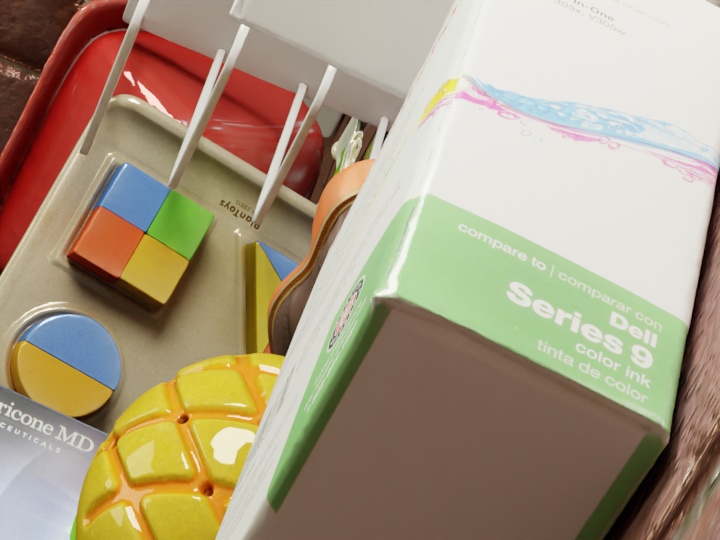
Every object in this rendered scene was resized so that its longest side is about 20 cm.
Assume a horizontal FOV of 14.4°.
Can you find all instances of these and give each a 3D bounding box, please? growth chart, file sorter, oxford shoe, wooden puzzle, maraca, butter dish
[{"bbox_3d":[-0.034,-0.010,1.647,0.145,0.018,0.200,122,172,-68],"label":"growth chart"},{"bbox_3d":[-0.020,-0.096,1.400,0.139,0.199,0.125,119,170,-49],"label":"file sorter"},{"bbox_3d":[-0.005,0.033,1.350,0.200,0.071,0.073,102,167,-54],"label":"oxford shoe"},{"bbox_3d":[-0.094,0.038,1.442,0.200,0.185,0.046,-60,11,-7],"label":"wooden puzzle"},{"bbox_3d":[-0.075,0.115,1.280,0.137,0.107,0.200,18,55,44],"label":"maraca"},{"bbox_3d":[-0.095,-0.033,1.546,0.200,0.148,0.200,-2,-54,-55],"label":"butter dish"}]

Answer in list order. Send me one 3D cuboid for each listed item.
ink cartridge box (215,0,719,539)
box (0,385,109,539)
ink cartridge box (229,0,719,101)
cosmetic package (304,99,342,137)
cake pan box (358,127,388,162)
[{"bbox_3d":[0.032,0.015,0.801,0.200,0.087,0.146,-73,9,-53],"label":"ink cartridge box"},{"bbox_3d":[-0.149,0.185,1.351,0.123,0.200,0.199,119,174,-53],"label":"box"},{"bbox_3d":[0.041,-0.105,0.992,0.200,0.144,0.085,-83,18,-78],"label":"ink cartridge box"},{"bbox_3d":[-0.056,-0.301,3.352,0.200,0.167,0.167,119,176,-51],"label":"cosmetic package"},{"bbox_3d":[0.000,0.000,1.612,0.200,0.052,0.185,121,170,-57],"label":"cake pan box"}]
